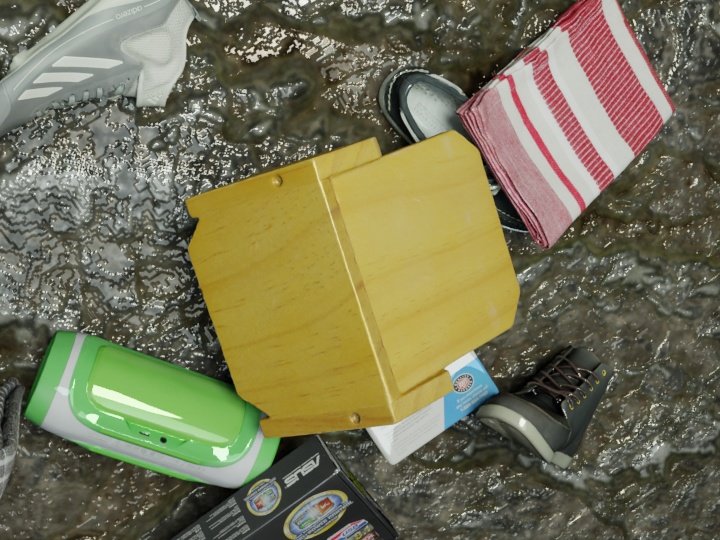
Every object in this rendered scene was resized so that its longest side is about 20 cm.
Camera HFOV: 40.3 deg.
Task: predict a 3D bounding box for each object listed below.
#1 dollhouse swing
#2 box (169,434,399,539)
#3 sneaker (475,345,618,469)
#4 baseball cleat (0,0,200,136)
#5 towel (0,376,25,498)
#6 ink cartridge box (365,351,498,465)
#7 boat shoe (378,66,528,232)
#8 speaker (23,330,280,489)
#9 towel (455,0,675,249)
[{"bbox_3d":[0.000,0.000,0.787,0.181,0.176,0.201,-13,101,34],"label":"dollhouse swing"},{"bbox_3d":[-0.080,0.247,0.851,0.200,0.044,0.160,-35,140,-4],"label":"box"},{"bbox_3d":[0.166,0.108,0.865,0.075,0.200,0.106,29,87,24],"label":"sneaker"},{"bbox_3d":[-0.209,-0.146,0.752,0.200,0.070,0.106,-43,108,0],"label":"baseball cleat"},{"bbox_3d":[-0.306,0.173,0.737,0.085,0.200,0.166,8,101,-20],"label":"towel"},{"bbox_3d":[0.015,0.050,0.848,0.115,0.068,0.200,-34,102,-5],"label":"ink cartridge box"},{"bbox_3d":[0.099,-0.096,0.842,0.200,0.060,0.076,34,93,-18],"label":"boat shoe"},{"bbox_3d":[-0.170,0.118,0.816,0.199,0.088,0.089,22,97,-17],"label":"speaker"},{"bbox_3d":[0.185,-0.135,0.841,0.200,0.023,0.144,-43,111,-22],"label":"towel"}]
